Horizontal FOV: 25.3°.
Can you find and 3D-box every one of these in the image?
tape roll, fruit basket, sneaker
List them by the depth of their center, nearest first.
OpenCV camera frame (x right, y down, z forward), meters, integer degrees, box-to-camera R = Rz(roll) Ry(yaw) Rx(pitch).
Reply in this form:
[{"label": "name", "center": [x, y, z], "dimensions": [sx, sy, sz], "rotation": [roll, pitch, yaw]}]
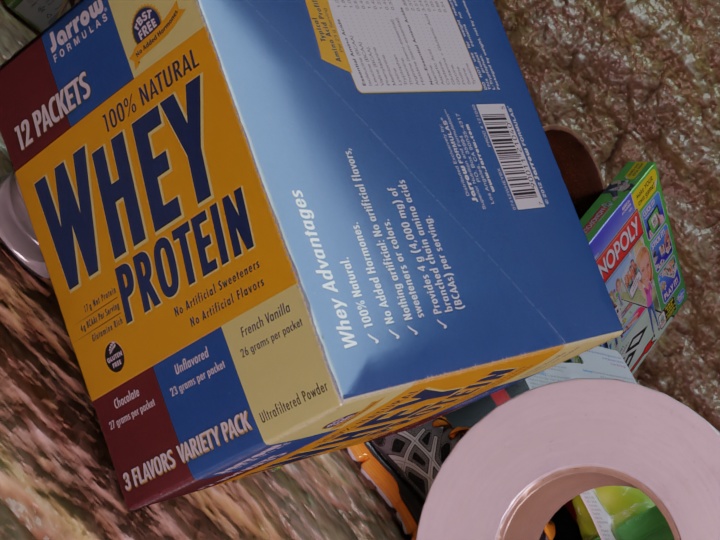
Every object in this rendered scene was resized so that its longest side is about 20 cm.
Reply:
[{"label": "sneaker", "center": [-0.128, -0.058, 0.825], "dimensions": [0.074, 0.088, 0.200], "rotation": [47, 8, -14]}, {"label": "tape roll", "center": [0.131, 0.164, 0.876], "dimensions": [0.203, 0.202, 0.071], "rotation": [55, 10, 24]}, {"label": "fruit basket", "center": [0.164, 0.133, 1.011], "dimensions": [0.185, 0.094, 0.201], "rotation": [13, 42, -57]}, {"label": "sneaker", "center": [0.049, 0.123, 1.019], "dimensions": [0.201, 0.077, 0.078], "rotation": [54, 11, 23]}]

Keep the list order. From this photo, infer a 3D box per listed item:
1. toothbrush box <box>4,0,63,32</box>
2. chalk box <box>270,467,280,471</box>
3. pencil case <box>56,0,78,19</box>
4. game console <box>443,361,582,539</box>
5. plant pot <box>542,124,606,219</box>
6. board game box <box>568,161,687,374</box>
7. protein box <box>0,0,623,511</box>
[{"label": "toothbrush box", "center": [-0.199, -0.268, 1.111], "dimensions": [0.086, 0.145, 0.201], "rotation": [38, 17, -52]}, {"label": "chalk box", "center": [-0.025, 0.015, 0.928], "dimensions": [0.124, 0.124, 0.200], "rotation": [51, 10, 1]}, {"label": "pencil case", "center": [-0.113, -0.153, 1.079], "dimensions": [0.077, 0.090, 0.199], "rotation": [31, 20, 28]}, {"label": "game console", "center": [0.128, 0.157, 1.092], "dimensions": [0.176, 0.031, 0.201], "rotation": [-11, 54, -33]}, {"label": "plant pot", "center": [0.076, -0.024, 1.321], "dimensions": [0.199, 0.188, 0.187], "rotation": [3, -26, 37]}, {"label": "board game box", "center": [0.203, 0.018, 1.305], "dimensions": [0.200, 0.029, 0.136], "rotation": [-46, 127, -42]}, {"label": "protein box", "center": [-0.021, -0.027, 0.701], "dimensions": [0.199, 0.134, 0.200], "rotation": [-9, 75, -49]}]
